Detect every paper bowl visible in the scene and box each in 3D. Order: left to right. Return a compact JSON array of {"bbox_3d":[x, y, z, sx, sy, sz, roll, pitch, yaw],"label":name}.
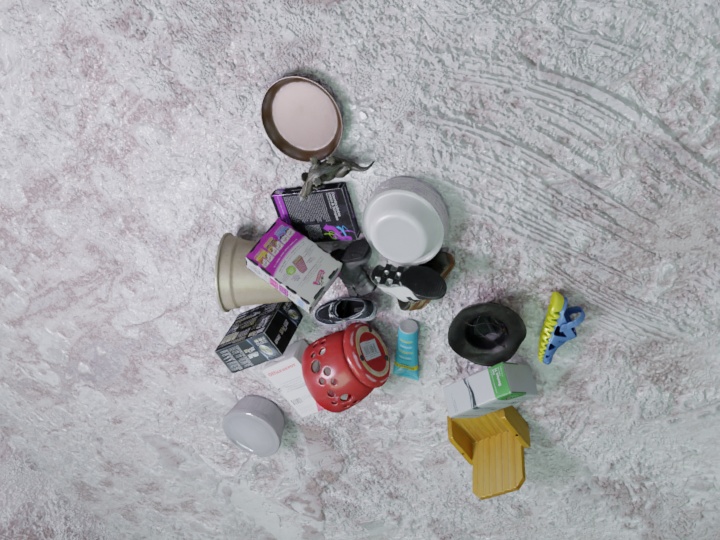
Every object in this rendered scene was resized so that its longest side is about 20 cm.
[{"bbox_3d":[0.098,-0.101,1.593,0.196,0.105,0.204,11,129,14],"label":"paper bowl"}]

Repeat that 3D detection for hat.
[{"bbox_3d":[0.307,0.135,1.698,0.195,0.082,0.204,6,128,7],"label":"hat"}]

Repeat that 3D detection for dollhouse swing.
[{"bbox_3d":[0.338,0.481,1.881,0.198,0.177,0.182,-29,112,36],"label":"dollhouse swing"}]

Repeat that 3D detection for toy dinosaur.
[{"bbox_3d":[-0.066,-0.230,1.576,0.197,0.102,0.078,-26,93,3],"label":"toy dinosaur"}]

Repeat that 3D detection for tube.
[{"bbox_3d":[0.125,0.219,1.860,0.076,0.051,0.203,16,135,19],"label":"tube"}]

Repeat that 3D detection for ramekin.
[{"bbox_3d":[-0.331,0.486,2.200,0.197,0.095,0.206,10,128,13],"label":"ramekin"}]

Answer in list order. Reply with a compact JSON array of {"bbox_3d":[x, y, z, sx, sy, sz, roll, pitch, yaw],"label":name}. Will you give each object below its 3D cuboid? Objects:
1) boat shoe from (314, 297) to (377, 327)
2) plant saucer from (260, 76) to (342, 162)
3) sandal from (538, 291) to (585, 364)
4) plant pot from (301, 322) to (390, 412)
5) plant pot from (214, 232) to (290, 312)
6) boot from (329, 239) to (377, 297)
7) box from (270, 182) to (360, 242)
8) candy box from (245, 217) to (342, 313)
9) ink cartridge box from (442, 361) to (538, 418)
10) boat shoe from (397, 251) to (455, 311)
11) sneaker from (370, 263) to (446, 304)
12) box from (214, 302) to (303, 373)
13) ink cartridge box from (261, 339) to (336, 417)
[{"bbox_3d":[-0.051,0.105,1.799,0.196,0.074,0.067,-5,165,36],"label":"boat shoe"},{"bbox_3d":[-0.128,-0.340,1.552,0.195,0.032,0.204,11,129,14],"label":"plant saucer"},{"bbox_3d":[0.473,0.147,1.648,0.085,0.080,0.203,12,130,7],"label":"sandal"},{"bbox_3d":[-0.030,0.253,1.844,0.181,0.202,0.201,-29,112,31],"label":"plant pot"},{"bbox_3d":[-0.256,0.008,1.772,0.179,0.202,0.204,2,127,5],"label":"plant pot"},{"bbox_3d":[0.000,0.000,1.712,0.132,0.070,0.199,47,156,-17],"label":"boot"},{"bbox_3d":[-0.109,-0.136,1.692,0.195,0.036,0.145,-2,125,24],"label":"box"},{"bbox_3d":[-0.159,-0.012,1.668,0.198,0.137,0.061,35,158,10],"label":"candy box"},{"bbox_3d":[0.329,0.308,1.772,0.198,0.085,0.145,-30,152,35],"label":"ink cartridge box"},{"bbox_3d":[0.168,0.029,1.690,0.073,0.077,0.200,13,138,-31],"label":"boat shoe"},{"bbox_3d":[0.125,0.038,1.633,0.197,0.075,0.089,14,155,37],"label":"sneaker"},{"bbox_3d":[-0.276,0.174,1.902,0.197,0.165,0.087,-22,115,32],"label":"box"},{"bbox_3d":[-0.166,0.313,2.014,0.145,0.083,0.201,-24,114,34],"label":"ink cartridge box"}]
